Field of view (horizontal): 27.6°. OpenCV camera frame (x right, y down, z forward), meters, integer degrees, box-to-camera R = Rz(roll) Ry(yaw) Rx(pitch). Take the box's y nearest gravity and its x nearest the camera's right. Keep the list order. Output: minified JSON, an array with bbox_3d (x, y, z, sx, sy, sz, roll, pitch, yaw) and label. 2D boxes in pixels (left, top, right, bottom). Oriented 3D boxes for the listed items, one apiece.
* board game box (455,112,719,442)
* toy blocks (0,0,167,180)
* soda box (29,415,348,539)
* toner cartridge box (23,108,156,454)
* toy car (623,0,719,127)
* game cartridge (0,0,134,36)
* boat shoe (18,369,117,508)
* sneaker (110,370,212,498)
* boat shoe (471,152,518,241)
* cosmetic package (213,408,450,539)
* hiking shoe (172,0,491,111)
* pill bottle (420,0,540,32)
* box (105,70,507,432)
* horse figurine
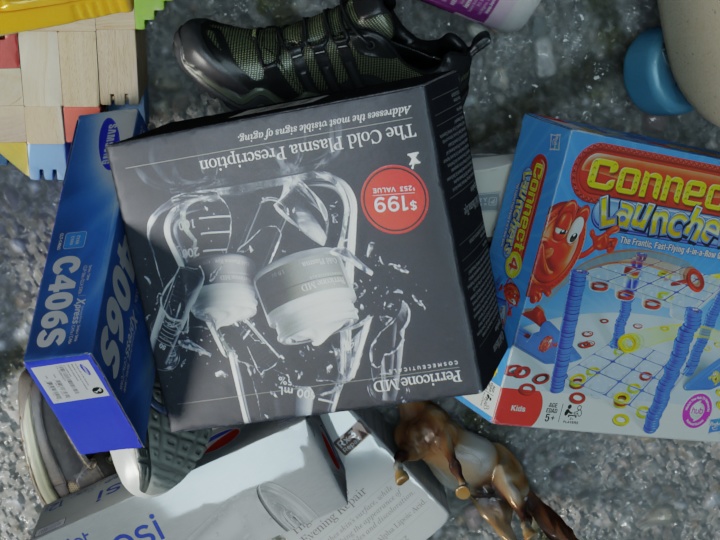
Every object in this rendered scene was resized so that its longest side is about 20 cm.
[{"bbox_3d":[0.180,0.010,0.984,0.200,0.056,0.196,7,103,-28],"label":"board game box"},{"bbox_3d":[-0.218,-0.123,0.967,0.200,0.100,0.137,0,114,-2],"label":"toy blocks"},{"bbox_3d":[-0.111,0.155,0.965,0.200,0.063,0.068,-24,103,3],"label":"soda box"},{"bbox_3d":[-0.154,0.003,0.900,0.043,0.200,0.095,-6,139,9],"label":"toner cartridge box"},{"bbox_3d":[0.293,-0.195,0.949,0.200,0.184,0.177,-21,104,-27],"label":"toy car"},{"bbox_3d":[-0.236,-0.214,0.909,0.200,0.176,0.032,-11,144,0],"label":"game cartridge"},{"bbox_3d":[-0.187,0.153,1.036,0.073,0.074,0.200,-18,111,-8],"label":"boat shoe"},{"bbox_3d":[-0.156,0.074,0.970,0.087,0.200,0.075,-40,132,20],"label":"sneaker"},{"bbox_3d":[0.084,-0.050,0.995,0.200,0.069,0.072,-8,113,-18],"label":"boat shoe"},{"bbox_3d":[-0.039,0.123,1.029,0.102,0.074,0.200,-43,102,7],"label":"cosmetic package"},{"bbox_3d":[-0.019,-0.148,0.958,0.200,0.076,0.101,11,125,-14],"label":"hiking shoe"},{"bbox_3d":[0.028,-0.236,0.934,0.200,0.112,0.112,21,101,-6],"label":"pill bottle"},{"bbox_3d":[-0.028,-0.012,0.892,0.200,0.104,0.182,-9,100,16],"label":"box"},{"bbox_3d":[0.079,0.142,1.023,0.200,0.133,0.050,38,106,-21],"label":"horse figurine"}]
